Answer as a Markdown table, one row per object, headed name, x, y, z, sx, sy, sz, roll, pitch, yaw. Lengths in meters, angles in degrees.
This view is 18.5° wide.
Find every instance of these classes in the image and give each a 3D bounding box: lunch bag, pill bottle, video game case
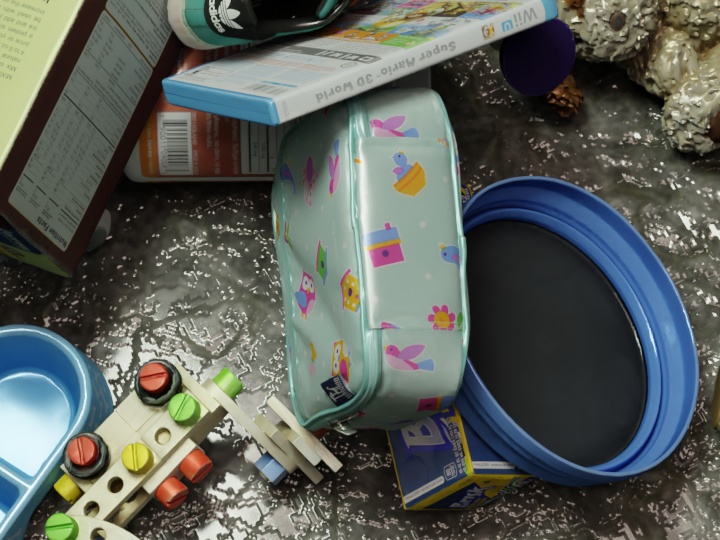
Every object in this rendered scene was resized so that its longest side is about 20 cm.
| name | x | y | z | sx | sy | sz | roll | pitch | yaw |
| --- | --- | --- | --- | --- | --- | --- | --- | --- | --- |
| lunch bag | 0.000 | 0.000 | 1.323 | 0.077 | 0.160 | 0.201 | 2 | 77 | -22 |
| pill bottle | -0.055 | -0.113 | 1.441 | 0.199 | 0.112 | 0.113 | 0 | 68 | -3 |
| video game case | -0.002 | -0.132 | 1.322 | 0.199 | 0.143 | 0.018 | -23 | 110 | -25 |

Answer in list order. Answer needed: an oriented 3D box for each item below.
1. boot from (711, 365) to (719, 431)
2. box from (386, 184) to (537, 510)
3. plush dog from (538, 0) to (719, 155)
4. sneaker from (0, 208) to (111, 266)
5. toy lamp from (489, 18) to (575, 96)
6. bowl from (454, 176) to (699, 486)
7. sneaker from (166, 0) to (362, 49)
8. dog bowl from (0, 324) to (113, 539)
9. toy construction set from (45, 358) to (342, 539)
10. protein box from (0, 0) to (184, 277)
| name | x | y | z | sx | sy | sz | roll | pitch | yaw |
| --- | --- | --- | --- | --- | --- | --- | --- | --- | --- |
| boot | 0.321 | 0.039 | 1.416 | 0.154 | 0.072 | 0.201 | 26 | 69 | 6 |
| box | 0.048 | 0.046 | 1.392 | 0.064 | 0.070 | 0.201 | 4 | 63 | -40 |
| plush dog | 0.178 | -0.190 | 1.464 | 0.171 | 0.201 | 0.161 | -3 | 35 | -14 |
| sneaker | -0.257 | -0.058 | 1.431 | 0.199 | 0.075 | 0.082 | 10 | 70 | 3 |
| toy lamp | 0.069 | -0.166 | 1.442 | 0.058 | 0.058 | 0.200 | -26 | 29 | -11 |
| bowl | 0.123 | 0.039 | 1.376 | 0.200 | 0.039 | 0.202 | 18 | 56 | -29 |
| sneaker | -0.018 | -0.185 | 1.354 | 0.200 | 0.080 | 0.072 | -31 | 112 | -30 |
| dog bowl | -0.237 | 0.119 | 1.376 | 0.111 | 0.050 | 0.200 | 32 | 71 | 10 |
| toy construction set | -0.109 | 0.134 | 1.351 | 0.200 | 0.092 | 0.131 | -40 | 66 | -18 |
| protein box | -0.236 | -0.134 | 1.339 | 0.198 | 0.135 | 0.201 | 20 | 77 | 21 |
